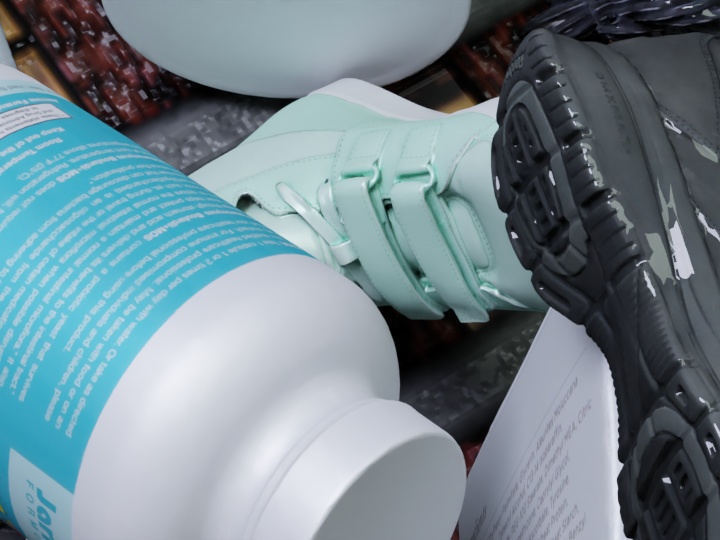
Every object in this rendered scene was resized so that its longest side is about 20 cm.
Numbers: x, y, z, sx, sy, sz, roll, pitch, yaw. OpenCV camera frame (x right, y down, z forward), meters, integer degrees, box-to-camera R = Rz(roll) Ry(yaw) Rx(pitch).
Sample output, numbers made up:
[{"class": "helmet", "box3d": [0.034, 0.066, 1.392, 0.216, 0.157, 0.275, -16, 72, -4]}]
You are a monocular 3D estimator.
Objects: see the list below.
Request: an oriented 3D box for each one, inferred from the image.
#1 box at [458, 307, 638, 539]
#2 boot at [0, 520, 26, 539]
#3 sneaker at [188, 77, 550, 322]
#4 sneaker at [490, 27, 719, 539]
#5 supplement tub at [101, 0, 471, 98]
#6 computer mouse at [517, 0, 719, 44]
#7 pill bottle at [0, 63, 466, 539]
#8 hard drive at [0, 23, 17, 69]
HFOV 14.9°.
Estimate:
[{"class": "box", "box3d": [0.142, 0.089, 0.806, 0.198, 0.200, 0.131, 3, 63, -8]}, {"class": "boot", "box3d": [-0.069, 0.117, 0.809, 0.131, 0.070, 0.200, -12, 37, -15]}, {"class": "sneaker", "box3d": [0.000, 0.000, 0.848, 0.118, 0.200, 0.074, -34, 112, -21]}, {"class": "sneaker", "box3d": [0.102, 0.022, 0.682, 0.090, 0.076, 0.201, -10, 69, -19]}, {"class": "supplement tub", "box3d": [-0.022, -0.176, 0.941, 0.145, 0.146, 0.201, 6, 63, -8]}, {"class": "computer mouse", "box3d": [0.167, -0.092, 0.952, 0.199, 0.138, 0.053, 7, 87, -18]}, {"class": "pill bottle", "box3d": [-0.066, 0.027, 0.775, 0.200, 0.111, 0.111, 32, 59, 32]}, {"class": "hard drive", "box3d": [-0.178, -0.040, 0.904, 0.139, 0.033, 0.201, -15, 67, -18]}]
